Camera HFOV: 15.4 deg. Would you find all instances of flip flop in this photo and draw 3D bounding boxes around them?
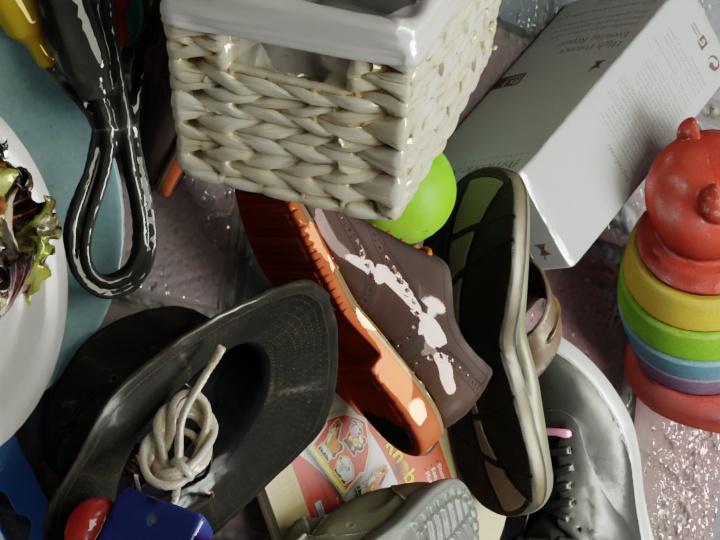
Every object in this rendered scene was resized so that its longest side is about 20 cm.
[{"bbox_3d":[0.085,0.039,1.510,0.058,0.081,0.200,-16,101,-38],"label":"flip flop"}]

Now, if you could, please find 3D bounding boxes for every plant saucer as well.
[{"bbox_3d":[-0.206,-0.028,1.315,0.201,0.039,0.201,6,82,-43],"label":"plant saucer"}]

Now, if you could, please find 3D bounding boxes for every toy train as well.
[{"bbox_3d":[-0.083,0.148,1.290,0.200,0.085,0.116,-63,147,-15],"label":"toy train"}]

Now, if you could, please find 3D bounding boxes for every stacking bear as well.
[{"bbox_3d":[0.210,-0.005,1.592,0.200,0.114,0.122,81,3,-51],"label":"stacking bear"}]

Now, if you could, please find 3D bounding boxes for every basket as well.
[{"bbox_3d":[-0.009,-0.130,1.351,0.200,0.135,0.124,-60,159,-52],"label":"basket"}]

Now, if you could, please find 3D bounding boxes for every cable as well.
[{"bbox_3d":[-0.128,-0.090,1.336,0.097,0.050,0.200,-19,107,-20],"label":"cable"}]

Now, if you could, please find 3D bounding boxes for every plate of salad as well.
[{"bbox_3d":[-0.210,-0.004,1.243,0.200,0.048,0.200,12,73,-42],"label":"plate of salad"}]

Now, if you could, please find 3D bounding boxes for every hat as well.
[{"bbox_3d":[-0.104,0.070,1.357,0.201,0.081,0.201,-36,148,-28],"label":"hat"}]

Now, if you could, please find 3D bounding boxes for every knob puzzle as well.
[{"bbox_3d":[0.015,0.110,1.513,0.219,0.030,0.220,6,82,-42],"label":"knob puzzle"}]

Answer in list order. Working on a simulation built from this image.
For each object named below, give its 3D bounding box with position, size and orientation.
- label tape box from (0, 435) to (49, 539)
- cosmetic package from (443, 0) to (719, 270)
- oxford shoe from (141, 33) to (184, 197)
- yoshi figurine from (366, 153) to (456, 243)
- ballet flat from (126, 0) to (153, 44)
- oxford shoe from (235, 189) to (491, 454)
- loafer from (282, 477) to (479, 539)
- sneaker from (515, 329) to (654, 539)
[{"bbox_3d":[-0.203,0.166,1.281,0.200,0.066,0.143,-36,111,-37],"label":"label tape box"},{"bbox_3d":[0.125,-0.084,1.589,0.200,0.102,0.074,-48,117,-37],"label":"cosmetic package"},{"bbox_3d":[-0.101,-0.140,1.420,0.072,0.071,0.200,11,85,-4],"label":"oxford shoe"},{"bbox_3d":[0.027,-0.096,1.495,0.112,0.112,0.200,37,68,-45],"label":"yoshi figurine"},{"bbox_3d":[-0.166,-0.204,1.358,0.200,0.067,0.067,49,34,-26],"label":"ballet flat"},{"bbox_3d":[0.000,0.000,1.431,0.073,0.071,0.200,-39,113,-20],"label":"oxford shoe"},{"bbox_3d":[-0.017,0.172,1.411,0.200,0.070,0.075,-29,112,-45],"label":"loafer"},{"bbox_3d":[0.116,0.140,1.576,0.099,0.071,0.200,-34,113,-45],"label":"sneaker"}]
